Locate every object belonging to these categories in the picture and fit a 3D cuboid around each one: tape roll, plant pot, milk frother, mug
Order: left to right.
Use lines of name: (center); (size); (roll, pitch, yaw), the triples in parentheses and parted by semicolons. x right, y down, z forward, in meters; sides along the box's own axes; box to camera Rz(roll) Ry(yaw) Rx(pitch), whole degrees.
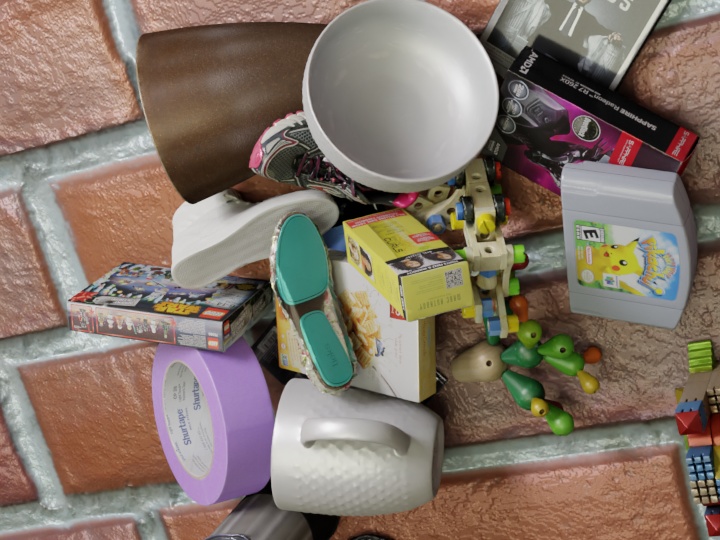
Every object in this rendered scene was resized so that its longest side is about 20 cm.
tape roll: (-0.172, 0.166, 1.747); (0.200, 0.065, 0.202); (29, 125, 54)
plant pot: (-0.112, -0.189, 1.605); (0.198, 0.187, 0.189); (-16, 103, 9)
milk frother: (-0.067, 0.346, 1.762); (0.198, 0.188, 0.183); (0, 110, 21)
mug: (-0.002, 0.193, 1.662); (0.173, 0.200, 0.149); (4, 73, 11)

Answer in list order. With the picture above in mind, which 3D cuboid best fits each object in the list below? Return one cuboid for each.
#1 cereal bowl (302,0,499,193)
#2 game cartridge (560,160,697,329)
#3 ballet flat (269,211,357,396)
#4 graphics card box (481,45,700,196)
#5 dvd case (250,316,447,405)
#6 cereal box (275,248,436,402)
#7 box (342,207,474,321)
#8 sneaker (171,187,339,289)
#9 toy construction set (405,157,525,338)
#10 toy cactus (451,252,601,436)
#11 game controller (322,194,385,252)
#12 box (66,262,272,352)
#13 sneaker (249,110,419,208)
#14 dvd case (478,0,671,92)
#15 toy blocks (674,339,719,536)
cereal bowl: (0.035, -0.167, 1.517); (0.200, 0.200, 0.083); (41, 159, 3)
game cartridge: (0.273, -0.021, 1.532); (0.132, 0.041, 0.201); (6, 137, 19)
ballet flat: (-0.058, 0.038, 1.628); (0.075, 0.064, 0.202); (-13, 88, -17)
graphics card box: (0.227, -0.128, 1.525); (0.199, 0.051, 0.126); (31, 143, 10)
dvd case: (-0.017, 0.111, 1.753); (0.200, 0.016, 0.149); (42, 117, 4)
cereal box: (-0.007, 0.054, 1.659); (0.198, 0.039, 0.146); (10, 111, 36)
box: (0.045, -0.009, 1.532); (0.074, 0.200, 0.051); (-14, 110, -12)
sneaker: (-0.124, -0.066, 1.685); (0.198, 0.116, 0.074); (-21, 132, 8)
toy construction set: (0.116, -0.037, 1.568); (0.091, 0.201, 0.132); (-15, 131, -13)
toy cactus: (0.169, 0.084, 1.641); (0.164, 0.102, 0.201); (-18, 105, 45)
game controller: (0.000, 0.000, 1.681); (0.103, 0.042, 0.202); (-17, 94, 24)
box: (-0.218, 0.039, 1.738); (0.198, 0.137, 0.040); (7, 112, 19)
sneaker: (-0.022, -0.111, 1.564); (0.081, 0.198, 0.075); (-60, 42, 35)
dvd case: (0.220, -0.262, 1.518); (0.150, 0.025, 0.201); (33, 118, 7)
toy blocks: (0.372, 0.190, 1.559); (0.099, 0.137, 0.202); (-9, 106, 24)
